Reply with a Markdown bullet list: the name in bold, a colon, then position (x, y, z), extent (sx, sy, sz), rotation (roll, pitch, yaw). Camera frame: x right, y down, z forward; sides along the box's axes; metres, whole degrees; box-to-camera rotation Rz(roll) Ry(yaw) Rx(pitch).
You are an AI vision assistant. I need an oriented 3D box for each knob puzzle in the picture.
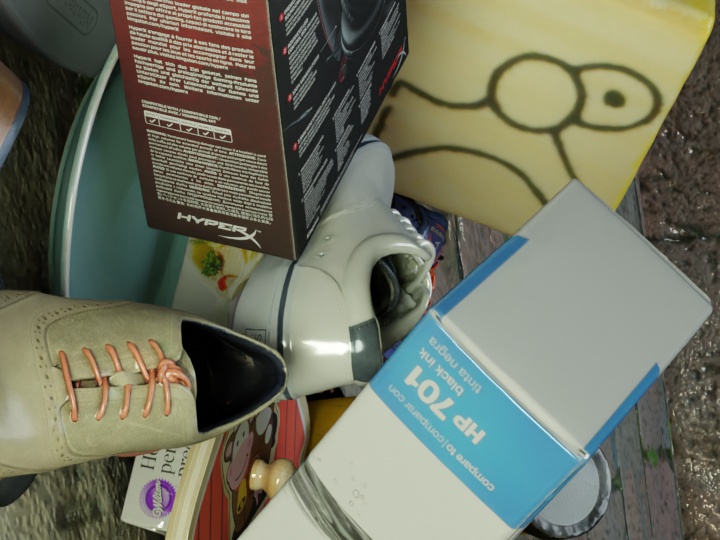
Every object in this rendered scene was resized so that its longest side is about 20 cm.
- **knob puzzle**: position (-0.049, 0.122, 0.956), extent (0.220, 0.030, 0.221), rotation (11, 90, -76)

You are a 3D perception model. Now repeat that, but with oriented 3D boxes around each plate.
- **plate**: position (-0.098, -0.028, 0.926), extent (0.200, 0.025, 0.202), rotation (11, 90, -76)

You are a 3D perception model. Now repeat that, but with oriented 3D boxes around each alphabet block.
- **alphabet block**: position (0.084, -0.158, 1.243), extent (0.197, 0.199, 0.196), rotation (-76, -172, -47)

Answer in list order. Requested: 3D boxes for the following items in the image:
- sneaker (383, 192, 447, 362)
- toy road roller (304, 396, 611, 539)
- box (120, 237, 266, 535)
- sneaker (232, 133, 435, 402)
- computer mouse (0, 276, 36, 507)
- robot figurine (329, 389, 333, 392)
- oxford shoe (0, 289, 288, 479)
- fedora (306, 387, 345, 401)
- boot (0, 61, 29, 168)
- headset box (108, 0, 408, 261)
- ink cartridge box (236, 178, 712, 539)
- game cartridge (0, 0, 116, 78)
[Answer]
- **sneaker**: position (0.018, -0.006, 1.264), extent (0.075, 0.078, 0.201), rotation (42, 29, -64)
- **toy road roller**: position (0.022, 0.146, 1.076), extent (0.123, 0.145, 0.201), rotation (-15, -127, 65)
- **box**: position (-0.064, 0.023, 0.965), extent (0.041, 0.038, 0.201), rotation (40, 61, -72)
- **sneaker**: position (0.000, 0.000, 0.945), extent (0.200, 0.070, 0.073), rotation (-69, 159, -57)
- **computer mouse**: position (-0.143, -0.011, 0.803), extent (0.059, 0.034, 0.202), rotation (-9, 91, -75)
- **robot figurine**: position (-0.047, -0.042, 1.082), extent (0.145, 0.058, 0.201), rotation (-130, -159, -59)
- **oxford shoe**: position (-0.100, 0.036, 0.752), extent (0.200, 0.074, 0.071), rotation (-5, 85, -60)
- **fedora**: position (0.015, 0.157, 1.201), extent (0.200, 0.091, 0.202), rotation (-8, 90, -75)
- **boot**: position (-0.177, -0.021, 0.658), extent (0.097, 0.074, 0.201), rotation (47, 36, -30)
- **headset box**: position (-0.040, -0.130, 0.873), extent (0.201, 0.075, 0.149), rotation (85, 23, -45)
- **ink cartridge box**: position (0.036, 0.077, 0.868), extent (0.086, 0.200, 0.146), rotation (44, 36, 5)
- **game cartridge**: position (-0.110, -0.153, 0.869), extent (0.134, 0.041, 0.200), rotation (-57, 162, -3)
